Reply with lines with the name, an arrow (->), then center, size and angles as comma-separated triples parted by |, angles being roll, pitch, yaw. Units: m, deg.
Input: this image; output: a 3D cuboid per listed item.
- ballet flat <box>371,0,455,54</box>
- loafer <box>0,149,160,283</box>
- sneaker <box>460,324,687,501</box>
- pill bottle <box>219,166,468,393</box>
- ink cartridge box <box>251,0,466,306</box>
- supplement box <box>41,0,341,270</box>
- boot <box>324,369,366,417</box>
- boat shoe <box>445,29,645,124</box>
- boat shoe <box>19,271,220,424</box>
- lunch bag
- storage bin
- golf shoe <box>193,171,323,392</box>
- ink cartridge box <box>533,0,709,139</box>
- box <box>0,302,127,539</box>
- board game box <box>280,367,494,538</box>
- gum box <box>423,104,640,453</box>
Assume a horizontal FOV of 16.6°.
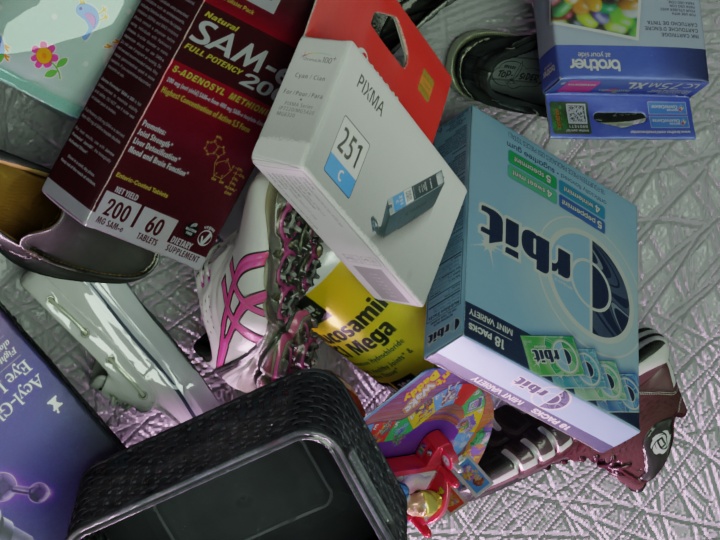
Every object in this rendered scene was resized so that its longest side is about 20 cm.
ballet flat -> 0.015, -0.183, 1.736 | 0.200, 0.057, 0.066 | -44, 111, -4
loafer -> -0.212, -0.035, 1.629 | 0.199, 0.072, 0.073 | 20, 88, -32
sneaker -> 0.166, 0.140, 1.857 | 0.199, 0.076, 0.116 | -33, 119, -4
pill bottle -> 0.000, 0.000, 1.745 | 0.200, 0.112, 0.113 | 37, 90, -22
ink cartridge box -> 0.015, -0.099, 1.621 | 0.200, 0.044, 0.177 | 48, 57, -54
supplement box -> -0.108, -0.112, 1.592 | 0.109, 0.061, 0.201 | 22, 98, -45
boot -> -0.062, 0.169, 1.771 | 0.075, 0.107, 0.200 | 34, 93, -24
boat shoe -> 0.165, -0.142, 1.790 | 0.198, 0.066, 0.075 | 7, 100, -20
boat shoe -> -0.162, 0.063, 1.736 | 0.067, 0.074, 0.200 | -37, 99, -3
lunch bag -> -0.149, -0.173, 1.649 | 0.199, 0.122, 0.171 | 26, 93, -23
storage bin -> -0.080, 0.171, 1.618 | 0.199, 0.094, 0.136 | -25, 110, 11
golf shoe -> -0.075, 0.006, 1.652 | 0.092, 0.073, 0.201 | 22, 133, 16
ink cartridge box -> 0.182, -0.193, 1.754 | 0.119, 0.042, 0.201 | 0, 77, -18
box -> -0.252, 0.128, 1.699 | 0.148, 0.104, 0.200 | -42, 111, -5
board game box -> 0.025, 0.156, 1.727 | 0.200, 0.039, 0.158 | -38, 147, -10
gum box -> 0.124, 0.006, 1.745 | 0.169, 0.201, 0.044 | 29, 138, -30
